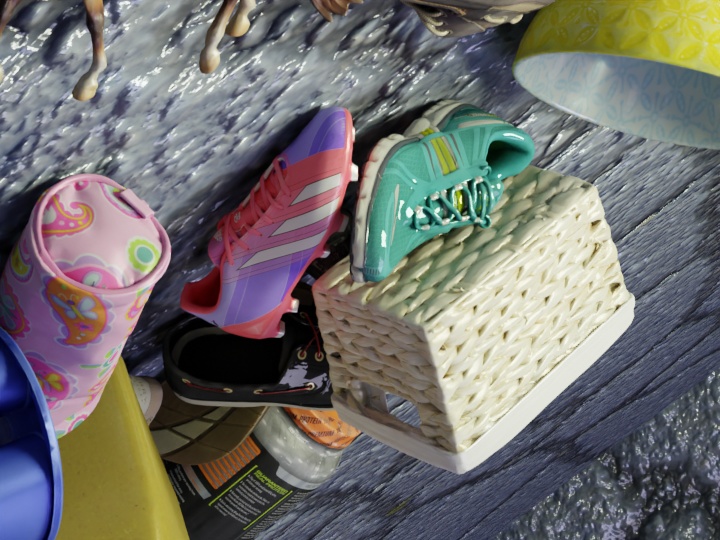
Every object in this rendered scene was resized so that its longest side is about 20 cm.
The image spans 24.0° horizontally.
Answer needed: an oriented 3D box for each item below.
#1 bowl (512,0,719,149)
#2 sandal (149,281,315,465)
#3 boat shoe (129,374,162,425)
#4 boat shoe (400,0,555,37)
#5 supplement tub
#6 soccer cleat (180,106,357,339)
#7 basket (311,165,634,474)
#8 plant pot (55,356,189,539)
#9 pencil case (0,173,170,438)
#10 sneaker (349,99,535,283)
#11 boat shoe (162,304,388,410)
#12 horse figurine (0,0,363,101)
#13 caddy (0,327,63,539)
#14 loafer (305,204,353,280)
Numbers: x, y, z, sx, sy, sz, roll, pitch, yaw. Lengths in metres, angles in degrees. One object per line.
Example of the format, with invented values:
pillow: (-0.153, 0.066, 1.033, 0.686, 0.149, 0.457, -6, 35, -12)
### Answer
bowl: (0.208, -0.161, 1.121, 0.200, 0.198, 0.109, 41, 63, -73)
sandal: (-0.096, 0.081, 1.345, 0.200, 0.080, 0.054, -44, -175, 17)
boat shoe: (-0.222, 0.151, 1.289, 0.200, 0.072, 0.065, -49, 157, 25)
boat shoe: (0.058, -0.161, 0.939, 0.199, 0.075, 0.073, -10, 151, -52)
supplement tub: (-0.100, 0.158, 1.439, 0.199, 0.123, 0.122, -39, 162, 21)
soccer cleat: (-0.059, -0.029, 1.112, 0.076, 0.067, 0.201, 12, 135, -16)
basket: (0.077, 0.022, 1.181, 0.199, 0.135, 0.124, -37, 126, -30)
plant pot: (-0.200, 0.218, 1.151, 0.194, 0.201, 0.195, -24, 138, -10)
pencil case: (-0.175, 0.026, 1.007, 0.087, 0.088, 0.200, -23, 160, -32)
sneaker: (0.052, -0.056, 1.123, 0.200, 0.079, 0.078, -46, 148, -46)
boat shoe: (-0.049, 0.062, 1.261, 0.199, 0.075, 0.063, -4, 157, 0)
horse figurine: (-0.089, -0.141, 0.740, 0.198, 0.050, 0.133, -15, 139, -28)
caddy: (-0.240, 0.112, 0.997, 0.104, 0.143, 0.200, -13, 169, -36)
loafer: (0.000, 0.000, 1.280, 0.068, 0.071, 0.200, -35, 163, 9)
